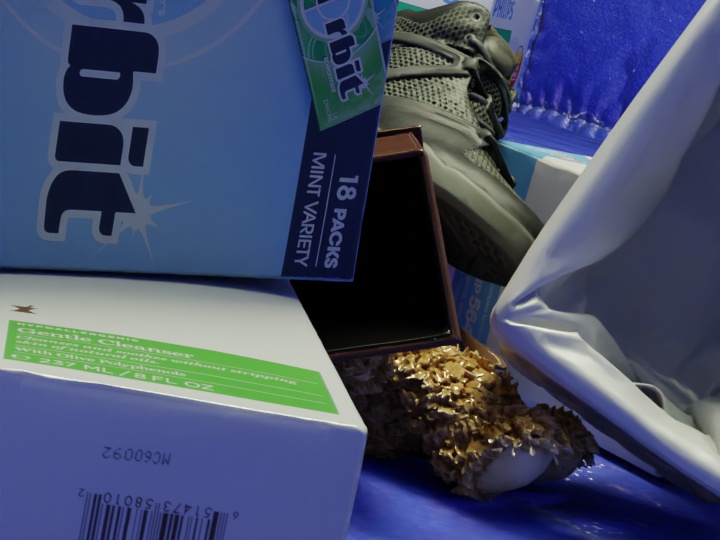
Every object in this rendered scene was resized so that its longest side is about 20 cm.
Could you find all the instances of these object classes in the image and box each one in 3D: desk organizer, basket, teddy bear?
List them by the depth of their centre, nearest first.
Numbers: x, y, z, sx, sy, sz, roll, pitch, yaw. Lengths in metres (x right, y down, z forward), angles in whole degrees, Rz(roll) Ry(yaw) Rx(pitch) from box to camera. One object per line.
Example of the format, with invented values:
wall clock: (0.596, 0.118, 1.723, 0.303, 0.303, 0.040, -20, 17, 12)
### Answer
desk organizer: (-0.066, 0.000, 0.770, 0.199, 0.072, 0.077, -8, 15, -5)
basket: (0.158, -0.010, 0.871, 0.135, 0.200, 0.123, 36, -9, 6)
teddy bear: (0.009, 0.041, 0.875, 0.200, 0.067, 0.145, 24, 10, 37)

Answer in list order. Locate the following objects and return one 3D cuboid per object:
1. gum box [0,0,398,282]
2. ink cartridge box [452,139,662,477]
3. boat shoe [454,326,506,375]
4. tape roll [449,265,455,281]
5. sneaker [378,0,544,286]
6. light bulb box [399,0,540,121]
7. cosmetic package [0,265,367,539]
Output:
gum box: (-0.082, -0.085, 0.636, 0.200, 0.170, 0.045, 3, 12, -33)
ink cartridge box: (0.157, 0.025, 1.039, 0.128, 0.126, 0.200, 8, 13, -39)
boat shoe: (0.000, 0.000, 0.979, 0.200, 0.072, 0.076, 33, 5, -29)
tape roll: (-0.023, -0.023, 1.164, 0.199, 0.085, 0.200, 15, 10, -3)
sneaker: (0.051, -0.073, 1.019, 0.199, 0.114, 0.076, 43, -14, 48)
light bulb box: (0.049, -0.148, 1.683, 0.124, 0.201, 0.198, 17, 9, 13)
cosmetic package: (-0.068, 0.051, 0.619, 0.107, 0.085, 0.200, 9, 11, -11)
